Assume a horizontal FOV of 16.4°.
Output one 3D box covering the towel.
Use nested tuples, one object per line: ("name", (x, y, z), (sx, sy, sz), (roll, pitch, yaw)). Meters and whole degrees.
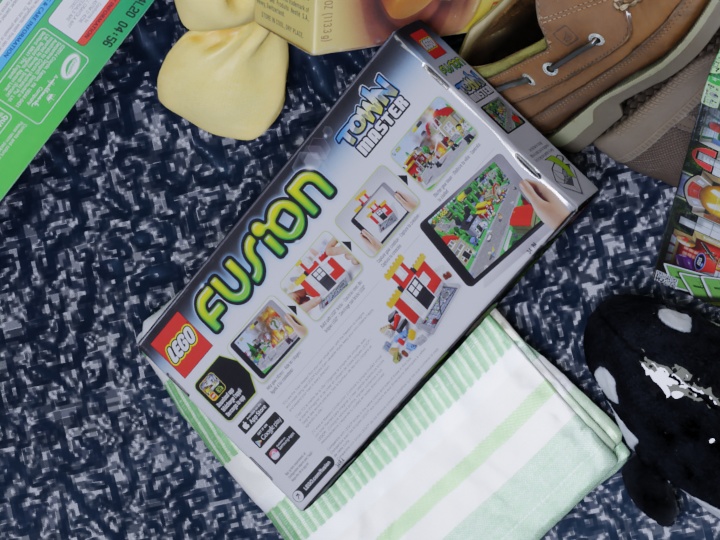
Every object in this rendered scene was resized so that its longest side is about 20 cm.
("towel", (0.007, 0.059, 1.156), (0.152, 0.023, 0.200), (-43, 85, 10))

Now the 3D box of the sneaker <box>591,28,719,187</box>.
("sneaker", (0.177, -0.089, 1.039), (0.075, 0.200, 0.071), (26, 64, -18))

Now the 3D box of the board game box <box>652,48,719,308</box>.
("board game box", (0.182, -0.022, 1.037), (0.104, 0.200, 0.024), (22, 68, 10))

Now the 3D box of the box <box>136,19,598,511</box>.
("box", (0.000, 0.000, 1.097), (0.110, 0.035, 0.200), (45, 116, 6))

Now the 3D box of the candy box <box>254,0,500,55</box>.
("candy box", (0.018, -0.202, 1.071), (0.116, 0.056, 0.201), (-11, 117, -30))

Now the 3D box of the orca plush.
("orca plush", (0.170, 0.096, 1.090), (0.105, 0.071, 0.201), (-29, 93, 13))

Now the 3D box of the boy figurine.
("boy figurine", (-0.060, -0.158, 1.123), (0.064, 0.124, 0.201), (11, 121, 17))

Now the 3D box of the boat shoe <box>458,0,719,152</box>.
("boat shoe", (0.101, -0.114, 1.030), (0.068, 0.200, 0.072), (21, 54, -13))

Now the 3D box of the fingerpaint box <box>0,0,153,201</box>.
("fingerpaint box", (-0.192, -0.101, 1.119), (0.073, 0.167, 0.200), (33, 99, -36))
